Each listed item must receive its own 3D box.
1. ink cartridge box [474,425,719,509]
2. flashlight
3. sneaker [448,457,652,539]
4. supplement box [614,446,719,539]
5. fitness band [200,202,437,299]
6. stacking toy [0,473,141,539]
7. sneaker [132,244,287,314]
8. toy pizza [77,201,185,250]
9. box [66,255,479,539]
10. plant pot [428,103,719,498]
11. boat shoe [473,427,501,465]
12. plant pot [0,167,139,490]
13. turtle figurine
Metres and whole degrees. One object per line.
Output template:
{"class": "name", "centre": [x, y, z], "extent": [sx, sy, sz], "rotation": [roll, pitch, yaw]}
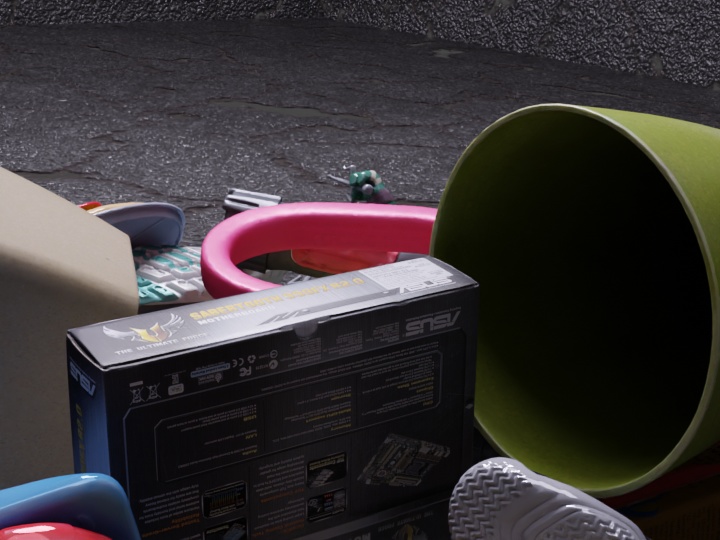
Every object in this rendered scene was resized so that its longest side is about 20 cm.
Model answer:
{"class": "ink cartridge box", "centre": [0.149, 0.062, 0.730], "extent": [0.162, 0.050, 0.200], "rotation": [-14, 14, -18]}
{"class": "flashlight", "centre": [0.000, -0.014, 0.892], "extent": [0.200, 0.068, 0.068], "rotation": [14, 9, -1]}
{"class": "sneaker", "centre": [0.131, 0.152, 0.583], "extent": [0.200, 0.076, 0.114], "rotation": [37, 16, 11]}
{"class": "supplement box", "centre": [0.152, 0.142, 0.690], "extent": [0.200, 0.069, 0.066], "rotation": [-12, 21, -37]}
{"class": "fitness band", "centre": [0.000, 0.000, 0.794], "extent": [0.199, 0.038, 0.144], "rotation": [3, 30, -1]}
{"class": "stacking toy", "centre": [-0.111, 0.180, 0.463], "extent": [0.116, 0.110, 0.200], "rotation": [-17, 35, -17]}
{"class": "sneaker", "centre": [-0.118, 0.030, 0.936], "extent": [0.077, 0.091, 0.200], "rotation": [24, 15, 25]}
{"class": "toy pizza", "centre": [-0.219, -0.002, 0.908], "extent": [0.200, 0.032, 0.200], "rotation": [-28, -11, -6]}
{"class": "box", "centre": [-0.037, 0.088, 0.623], "extent": [0.200, 0.159, 0.048], "rotation": [-12, 25, -28]}
{"class": "plant pot", "centre": [0.170, 0.003, 0.660], "extent": [0.200, 0.188, 0.187], "rotation": [-9, 22, -37]}
{"class": "boat shoe", "centre": [0.118, 0.085, 0.857], "extent": [0.060, 0.074, 0.200], "rotation": [16, 23, 32]}
{"class": "plant pot", "centre": [-0.230, 0.042, 0.731], "extent": [0.177, 0.200, 0.200], "rotation": [13, 14, -16]}
{"class": "turtle figurine", "centre": [0.000, -0.006, 1.037], "extent": [0.100, 0.150, 0.200], "rotation": [21, 22, -4]}
